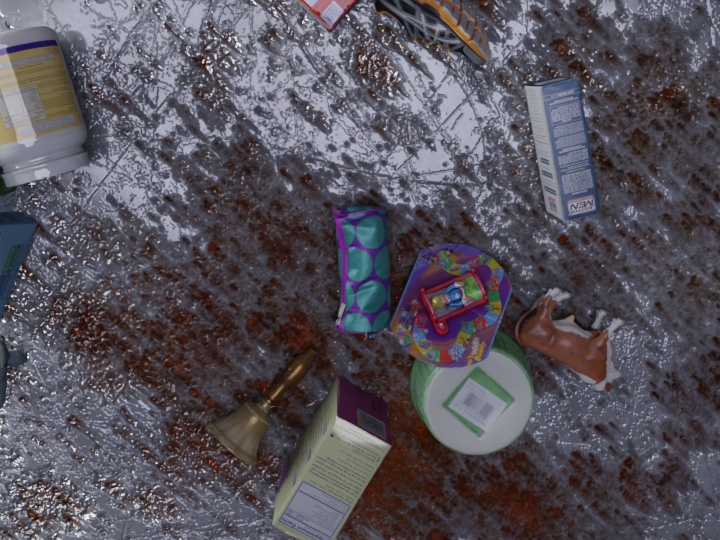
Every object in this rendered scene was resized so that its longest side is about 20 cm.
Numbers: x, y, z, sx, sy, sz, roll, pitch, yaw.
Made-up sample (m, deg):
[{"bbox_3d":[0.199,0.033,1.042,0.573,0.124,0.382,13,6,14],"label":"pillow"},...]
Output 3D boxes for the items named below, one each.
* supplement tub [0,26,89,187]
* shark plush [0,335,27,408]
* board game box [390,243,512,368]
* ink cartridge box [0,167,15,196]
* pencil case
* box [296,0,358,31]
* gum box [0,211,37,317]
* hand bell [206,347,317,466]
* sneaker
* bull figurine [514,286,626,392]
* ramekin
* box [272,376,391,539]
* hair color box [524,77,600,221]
[{"bbox_3d":[-0.478,-0.233,1.265,0.144,0.145,0.202,-14,102,1],"label":"supplement tub"},{"bbox_3d":[-0.562,0.134,1.337,0.090,0.084,0.200,9,145,-12],"label":"shark plush"},{"bbox_3d":[0.140,0.047,1.348,0.157,0.039,0.201,20,74,12],"label":"board game box"},{"bbox_3d":[-0.588,-0.191,1.270,0.083,0.145,0.202,-14,103,2],"label":"ink cartridge box"},{"bbox_3d":[0.000,0.000,1.362,0.092,0.085,0.202,-10,104,-34],"label":"pencil case"},{"bbox_3d":[-0.012,-0.448,1.257,0.100,0.096,0.200,41,98,-11],"label":"box"},{"bbox_3d":[-0.573,0.001,1.286,0.044,0.200,0.171,27,101,10],"label":"gum box"},{"bbox_3d":[-0.142,0.202,1.416,0.104,0.104,0.200,41,86,-10],"label":"hand bell"},{"bbox_3d":[0.108,-0.365,1.299,0.199,0.079,0.077,36,127,-14],"label":"sneaker"},{"bbox_3d":[0.346,0.110,1.411,0.199,0.065,0.122,25,97,-9],"label":"bull figurine"},{"bbox_3d":[0.181,0.193,1.405,0.198,0.098,0.202,0,103,-2],"label":"ramekin"},{"bbox_3d":[-0.044,0.297,1.382,0.096,0.176,0.201,29,100,-7],"label":"box"},{"bbox_3d":[0.302,-0.183,1.324,0.060,0.100,0.202,-13,103,0],"label":"hair color box"}]
